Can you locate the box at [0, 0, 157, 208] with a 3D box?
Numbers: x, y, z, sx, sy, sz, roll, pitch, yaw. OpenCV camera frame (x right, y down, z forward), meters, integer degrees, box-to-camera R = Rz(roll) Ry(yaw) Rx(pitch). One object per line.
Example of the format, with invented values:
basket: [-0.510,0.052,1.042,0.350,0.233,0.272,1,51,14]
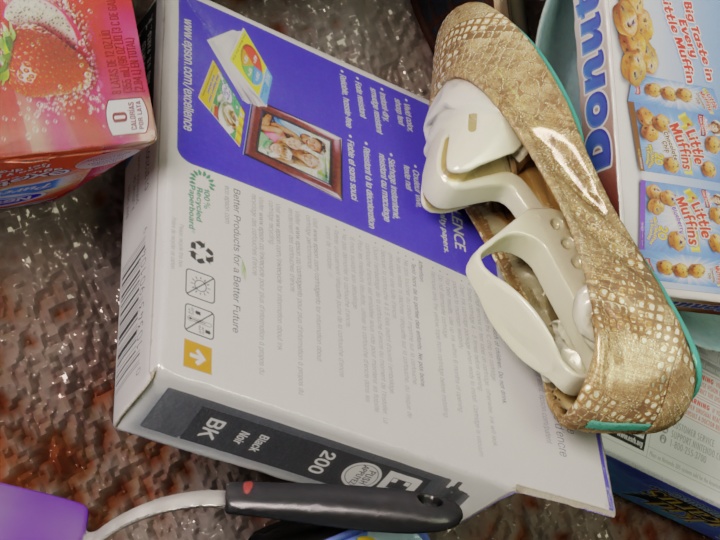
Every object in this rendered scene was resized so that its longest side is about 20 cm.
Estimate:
box: [-0.151,-0.127,0.682,0.095,0.099,0.202,-8,84,-31]

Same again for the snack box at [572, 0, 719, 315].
snack box: [0.126,-0.084,0.794,0.071,0.024,0.202,6,74,-32]

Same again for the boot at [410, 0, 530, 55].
boot: [0.070,-0.170,0.847,0.096,0.075,0.202,-8,82,-30]

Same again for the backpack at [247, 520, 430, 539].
backpack: [-0.025,0.205,0.663,0.182,0.147,0.202,-17,91,-31]

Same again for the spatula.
spatula: [-0.062,0.087,0.666,0.198,0.057,0.021,-2,108,3]

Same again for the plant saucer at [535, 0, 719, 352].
plant saucer: [0.147,-0.059,0.840,0.199,0.039,0.203,8,74,-30]

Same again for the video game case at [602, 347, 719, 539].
video game case: [0.161,0.024,0.878,0.199,0.045,0.183,26,66,-25]

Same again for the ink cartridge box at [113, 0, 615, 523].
ink cartridge box: [0.000,0.000,0.740,0.198,0.043,0.200,20,44,-25]

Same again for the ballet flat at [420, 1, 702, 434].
ballet flat: [0.063,-0.023,0.734,0.065,0.071,0.201,-12,60,-30]
